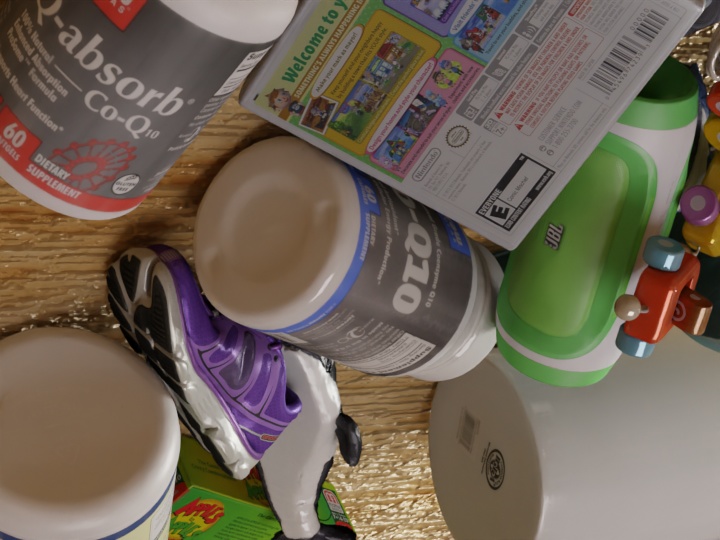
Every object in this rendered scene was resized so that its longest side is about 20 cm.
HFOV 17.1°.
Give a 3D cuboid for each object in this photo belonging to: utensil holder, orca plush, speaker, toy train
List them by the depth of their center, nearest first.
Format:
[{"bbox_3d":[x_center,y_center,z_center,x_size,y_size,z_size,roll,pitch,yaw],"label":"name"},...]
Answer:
[{"bbox_3d":[0.209,-0.047,1.365,0.150,0.055,0.201,-31,141,-62],"label":"toy train"},{"bbox_3d":[0.138,-0.031,1.423,0.088,0.089,0.201,-7,127,-30],"label":"speaker"},{"bbox_3d":[-0.029,0.101,1.607,0.071,0.105,0.201,-54,138,-41],"label":"orca plush"},{"bbox_3d":[0.172,0.125,1.709,0.199,0.171,0.170,-7,144,-28],"label":"utensil holder"}]

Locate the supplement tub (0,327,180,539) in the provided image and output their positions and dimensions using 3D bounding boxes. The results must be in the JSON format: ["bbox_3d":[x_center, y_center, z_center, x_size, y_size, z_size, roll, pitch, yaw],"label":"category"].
[{"bbox_3d":[-0.188,0.146,1.481,0.144,0.145,0.200,-15,147,-19],"label":"supplement tub"}]

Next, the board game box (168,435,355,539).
[{"bbox_3d":[-0.102,0.179,1.693,0.101,0.048,0.200,-39,148,18],"label":"board game box"}]

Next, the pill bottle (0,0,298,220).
[{"bbox_3d":[-0.102,-0.129,1.168,0.115,0.116,0.200,8,134,-44],"label":"pill bottle"}]

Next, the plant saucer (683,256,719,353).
[{"bbox_3d":[0.296,0.012,1.542,0.199,0.200,0.028,-20,111,-12],"label":"plant saucer"}]

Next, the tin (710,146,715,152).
[{"bbox_3d":[0.271,-0.062,1.576,0.199,0.042,0.112,-2,-178,-37],"label":"tin"}]

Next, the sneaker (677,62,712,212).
[{"bbox_3d":[0.152,-0.061,1.492,0.085,0.077,0.200,0,151,-22],"label":"sneaker"}]

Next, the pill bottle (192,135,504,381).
[{"bbox_3d":[0.000,0.000,1.440,0.114,0.114,0.200,-39,148,19],"label":"pill bottle"}]

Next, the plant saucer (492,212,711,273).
[{"bbox_3d":[0.165,-0.013,1.602,0.199,0.070,0.019,-19,123,-15],"label":"plant saucer"}]

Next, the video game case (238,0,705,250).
[{"bbox_3d":[0.056,-0.120,1.292,0.181,0.022,0.200,27,129,-12],"label":"video game case"}]

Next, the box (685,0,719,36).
[{"bbox_3d":[0.150,-0.178,1.315,0.199,0.041,0.120,-25,129,-16],"label":"box"}]

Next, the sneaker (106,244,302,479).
[{"bbox_3d":[-0.091,0.042,1.471,0.083,0.081,0.200,-40,143,-12],"label":"sneaker"}]
